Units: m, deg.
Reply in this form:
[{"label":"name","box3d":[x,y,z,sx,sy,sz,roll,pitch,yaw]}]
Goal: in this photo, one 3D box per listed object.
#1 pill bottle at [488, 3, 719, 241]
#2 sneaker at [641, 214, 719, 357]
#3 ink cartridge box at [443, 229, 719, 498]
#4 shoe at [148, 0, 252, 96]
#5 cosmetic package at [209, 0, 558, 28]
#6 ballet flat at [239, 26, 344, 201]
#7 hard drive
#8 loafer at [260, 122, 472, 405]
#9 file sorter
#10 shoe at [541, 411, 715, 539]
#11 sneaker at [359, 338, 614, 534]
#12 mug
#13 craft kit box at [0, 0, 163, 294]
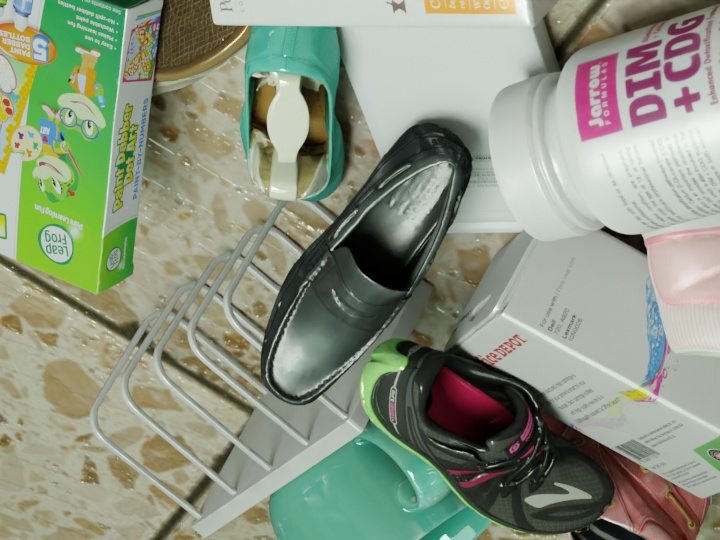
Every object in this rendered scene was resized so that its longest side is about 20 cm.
[{"label":"pill bottle","box3d":[0.180,-0.084,1.308,0.200,0.113,0.113,-16,125,30]},{"label":"sneaker","box3d":[0.266,0.007,1.352,0.200,0.105,0.075,-7,170,14]},{"label":"ink cartridge box","box3d":[0.169,0.054,1.455,0.200,0.084,0.145,28,163,-4]},{"label":"shoe","box3d":[-0.134,-0.145,1.469,0.200,0.053,0.070,-17,89,34]},{"label":"cosmetic package","box3d":[0.011,-0.194,1.305,0.200,0.071,0.102,3,118,26]},{"label":"ballet flat","box3d":[-0.046,-0.086,1.443,0.067,0.071,0.200,9,146,5]},{"label":"hard drive","box3d":[0.062,-0.105,1.424,0.132,0.027,0.200,0,134,27]},{"label":"loafer","box3d":[0.000,0.000,1.423,0.068,0.070,0.201,32,104,-10]},{"label":"file sorter","box3d":[-0.074,0.062,1.583,0.124,0.139,0.200,40,137,-12]},{"label":"shoe","box3d":[0.150,0.129,1.572,0.200,0.091,0.071,35,138,-11]},{"label":"sneaker","box3d":[0.088,0.112,1.479,0.200,0.077,0.084,31,164,-27]},{"label":"mug","box3d":[0.020,0.146,1.613,0.114,0.152,0.185,52,126,17]},{"label":"craft kit box","box3d":[-0.226,-0.110,1.476,0.200,0.049,0.198,21,122,23]}]
